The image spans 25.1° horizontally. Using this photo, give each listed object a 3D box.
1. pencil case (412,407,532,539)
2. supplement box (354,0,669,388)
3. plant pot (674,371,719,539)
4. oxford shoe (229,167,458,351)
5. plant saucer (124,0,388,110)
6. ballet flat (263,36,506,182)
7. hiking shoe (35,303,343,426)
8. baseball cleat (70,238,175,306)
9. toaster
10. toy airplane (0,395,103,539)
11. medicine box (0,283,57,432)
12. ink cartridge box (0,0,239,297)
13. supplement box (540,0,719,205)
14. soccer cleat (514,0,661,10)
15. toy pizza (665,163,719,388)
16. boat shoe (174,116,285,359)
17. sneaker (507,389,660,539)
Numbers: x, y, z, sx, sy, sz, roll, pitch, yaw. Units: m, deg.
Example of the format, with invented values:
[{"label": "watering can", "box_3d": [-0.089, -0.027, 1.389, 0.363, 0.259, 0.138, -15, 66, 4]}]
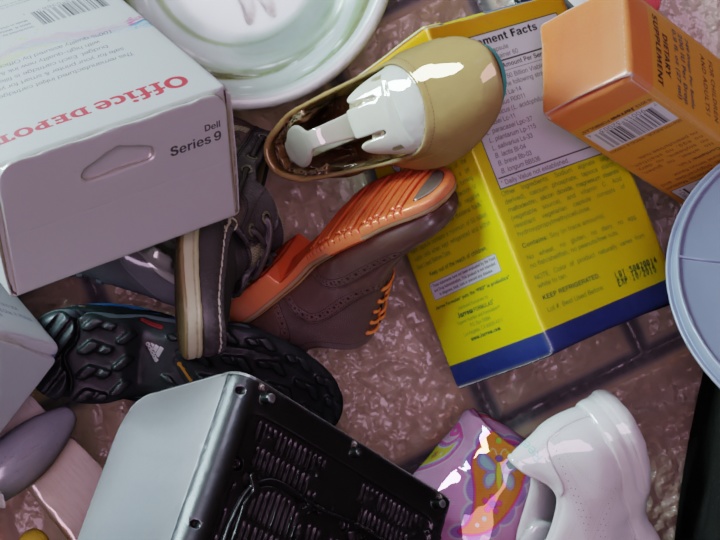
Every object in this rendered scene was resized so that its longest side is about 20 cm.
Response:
[{"label": "pencil case", "box_3d": [0.043, 0.185, 1.001, 0.087, 0.087, 0.201, 35, 89, 3]}, {"label": "supplement box", "box_3d": [0.089, -0.048, 0.980, 0.108, 0.109, 0.202, -18, 86, -31]}, {"label": "plant pot", "box_3d": [0.291, 0.106, 0.954, 0.197, 0.200, 0.180, 0, 74, 1]}, {"label": "oxford shoe", "box_3d": [0.000, 0.000, 0.980, 0.073, 0.199, 0.071, 49, 47, -10]}, {"label": "plant saucer", "box_3d": [-0.075, -0.200, 1.040, 0.197, 0.050, 0.203, 0, 87, 1]}, {"label": "ballet flat", "box_3d": [0.008, -0.082, 0.925, 0.063, 0.199, 0.069, -19, 90, -31]}, {"label": "hiking shoe", "box_3d": [-0.106, 0.055, 1.008, 0.198, 0.087, 0.075, 16, 100, -8]}, {"label": "baseball cleat", "box_3d": [-0.198, -0.015, 1.032, 0.199, 0.070, 0.107, 34, 101, 8]}, {"label": "toaster", "box_3d": [-0.059, 0.182, 0.899, 0.180, 0.118, 0.202, 33, 62, -33]}, {"label": "toy airplane", "box_3d": [-0.150, 0.176, 0.974, 0.197, 0.141, 0.202, 6, 86, 2]}, {"label": "medicine box", "box_3d": [-0.309, 0.045, 0.953, 0.183, 0.103, 0.200, -51, 60, 10]}, {"label": "ink cartridge box", "box_3d": [-0.178, -0.087, 0.928, 0.144, 0.200, 0.088, -22, 128, -25]}, {"label": "supplement box", "box_3d": [0.192, -0.089, 0.958, 0.068, 0.199, 0.067, -23, 54, 37]}, {"label": "soccer cleat", "box_3d": [0.109, -0.219, 1.038, 0.073, 0.068, 0.201, -35, 82, -25]}, {"label": "toy pizza", "box_3d": [0.266, 0.011, 0.888, 0.197, 0.032, 0.202, -1, 59, 2]}, {"label": "boat shoe", "box_3d": [-0.078, -0.028, 0.977, 0.065, 0.202, 0.072, 4, 131, -6]}, {"label": "sneaker", "box_3d": [0.135, 0.171, 0.968, 0.088, 0.075, 0.202, -24, 115, -13]}]
